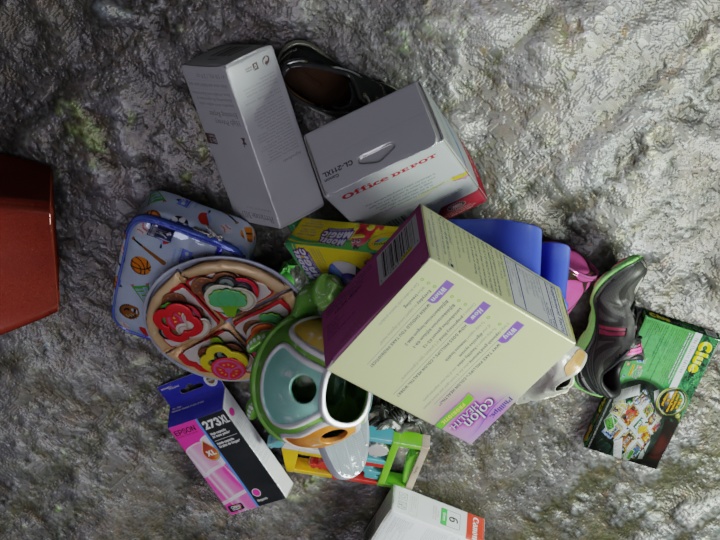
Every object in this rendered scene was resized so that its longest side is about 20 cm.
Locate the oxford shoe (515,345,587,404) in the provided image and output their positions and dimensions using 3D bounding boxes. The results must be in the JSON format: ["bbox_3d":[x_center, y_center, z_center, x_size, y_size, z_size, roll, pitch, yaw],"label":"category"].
[{"bbox_3d":[0.226,0.129,1.701,0.058,0.200,0.075,36,70,7],"label":"oxford shoe"}]

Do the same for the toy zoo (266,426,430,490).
[{"bbox_3d":[-0.020,0.230,1.793,0.198,0.021,0.132,9,146,-3],"label":"toy zoo"}]

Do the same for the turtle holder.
[{"bbox_3d":[-0.040,0.111,1.592,0.141,0.131,0.186,34,76,-29],"label":"turtle holder"}]

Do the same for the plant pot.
[{"bbox_3d":[-0.440,-0.031,1.634,0.175,0.200,0.201,-3,114,-11],"label":"plant pot"}]

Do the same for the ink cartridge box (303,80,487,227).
[{"bbox_3d":[0.043,-0.114,1.581,0.145,0.200,0.083,-24,67,11],"label":"ink cartridge box"}]

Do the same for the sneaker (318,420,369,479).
[{"bbox_3d":[-0.044,0.158,1.719,0.073,0.071,0.202,-8,79,-30],"label":"sneaker"}]

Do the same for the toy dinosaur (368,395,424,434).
[{"bbox_3d":[0.053,0.127,1.749,0.199,0.102,0.137,17,97,17],"label":"toy dinosaur"}]

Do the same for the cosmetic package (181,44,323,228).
[{"bbox_3d":[-0.123,-0.154,1.609,0.074,0.101,0.201,-30,114,-30],"label":"cosmetic package"}]

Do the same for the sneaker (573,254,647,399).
[{"bbox_3d":[0.317,0.069,1.713,0.084,0.076,0.201,34,128,32],"label":"sneaker"}]

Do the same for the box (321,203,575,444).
[{"bbox_3d":[0.090,0.060,1.482,0.199,0.097,0.176,29,120,-23],"label":"box"}]

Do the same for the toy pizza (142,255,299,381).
[{"bbox_3d":[-0.157,0.065,1.650,0.198,0.032,0.201,2,131,2],"label":"toy pizza"}]

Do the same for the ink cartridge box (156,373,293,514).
[{"bbox_3d":[-0.177,0.221,1.807,0.094,0.037,0.201,-21,111,29],"label":"ink cartridge box"}]

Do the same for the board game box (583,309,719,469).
[{"bbox_3d":[0.368,0.153,1.791,0.104,0.023,0.201,19,113,-5],"label":"board game box"}]

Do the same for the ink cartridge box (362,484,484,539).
[{"bbox_3d":[0.111,0.365,1.861,0.199,0.051,0.109,22,126,-9],"label":"ink cartridge box"}]

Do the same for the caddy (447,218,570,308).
[{"bbox_3d":[0.146,0.011,1.612,0.199,0.106,0.141,1,162,41],"label":"caddy"}]

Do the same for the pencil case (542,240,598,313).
[{"bbox_3d":[0.197,0.055,1.708,0.093,0.091,0.200,19,114,-45],"label":"pencil case"}]

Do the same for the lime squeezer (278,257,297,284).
[{"bbox_3d":[-0.074,0.018,1.723,0.199,0.038,0.071,-34,93,18],"label":"lime squeezer"}]

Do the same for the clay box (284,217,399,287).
[{"bbox_3d":[0.000,0.000,1.590,0.199,0.048,0.115,6,140,42],"label":"clay box"}]

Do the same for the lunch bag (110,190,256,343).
[{"bbox_3d":[-0.207,0.006,1.676,0.159,0.076,0.201,22,130,1],"label":"lunch bag"}]

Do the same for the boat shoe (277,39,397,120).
[{"bbox_3d":[-0.008,-0.191,1.620,0.199,0.068,0.072,28,109,-14],"label":"boat shoe"}]
